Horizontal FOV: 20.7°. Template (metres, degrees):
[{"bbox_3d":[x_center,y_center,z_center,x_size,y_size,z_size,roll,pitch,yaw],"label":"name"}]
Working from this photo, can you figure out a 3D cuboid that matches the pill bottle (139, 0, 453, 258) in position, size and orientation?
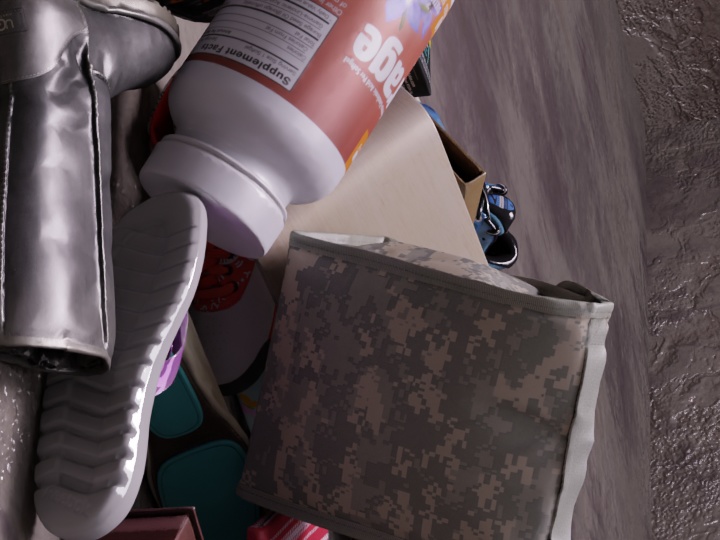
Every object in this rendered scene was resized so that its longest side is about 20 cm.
[{"bbox_3d":[-0.038,-0.112,1.128,0.200,0.112,0.112,-58,152,-16],"label":"pill bottle"}]

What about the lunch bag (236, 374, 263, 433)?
[{"bbox_3d":[-0.012,0.048,1.395,0.200,0.121,0.171,-70,150,-49],"label":"lunch bag"}]

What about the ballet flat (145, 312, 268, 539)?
[{"bbox_3d":[-0.101,0.087,1.156,0.070,0.069,0.201,-77,156,-52],"label":"ballet flat"}]

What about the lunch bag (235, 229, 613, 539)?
[{"bbox_3d":[0.048,0.075,1.111,0.117,0.199,0.165,3,101,-54],"label":"lunch bag"}]

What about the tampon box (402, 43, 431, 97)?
[{"bbox_3d":[-0.021,-0.242,1.458,0.150,0.126,0.201,60,27,-58],"label":"tampon box"}]

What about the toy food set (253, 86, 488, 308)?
[{"bbox_3d":[0.000,0.000,1.234,0.143,0.060,0.201,-38,126,-20],"label":"toy food set"}]

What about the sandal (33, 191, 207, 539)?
[{"bbox_3d":[-0.124,0.052,1.043,0.050,0.082,0.203,47,50,-46],"label":"sandal"}]

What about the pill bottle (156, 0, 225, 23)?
[{"bbox_3d":[-0.104,-0.205,1.169,0.200,0.106,0.107,-3,86,-75],"label":"pill bottle"}]

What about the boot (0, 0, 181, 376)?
[{"bbox_3d":[-0.142,-0.047,1.022,0.182,0.072,0.201,9,66,-61],"label":"boot"}]

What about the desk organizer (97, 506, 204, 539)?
[{"bbox_3d":[-0.107,0.231,1.053,0.077,0.071,0.201,-66,147,-58],"label":"desk organizer"}]

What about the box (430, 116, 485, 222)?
[{"bbox_3d":[0.019,-0.067,1.426,0.164,0.021,0.200,47,-24,19],"label":"box"}]

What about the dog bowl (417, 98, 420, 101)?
[{"bbox_3d":[0.013,-0.052,1.620,0.200,0.073,0.201,-5,90,-75],"label":"dog bowl"}]

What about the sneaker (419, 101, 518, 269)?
[{"bbox_3d":[0.077,-0.063,1.519,0.200,0.090,0.079,60,43,-56],"label":"sneaker"}]

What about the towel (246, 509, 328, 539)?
[{"bbox_3d":[-0.044,0.233,1.192,0.145,0.022,0.201,-35,124,-75],"label":"towel"}]

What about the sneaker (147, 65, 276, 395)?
[{"bbox_3d":[-0.095,-0.032,1.228,0.108,0.067,0.202,37,55,-52],"label":"sneaker"}]

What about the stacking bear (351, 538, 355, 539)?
[{"bbox_3d":[0.063,0.136,1.539,0.121,0.114,0.201,-1,111,-36],"label":"stacking bear"}]
